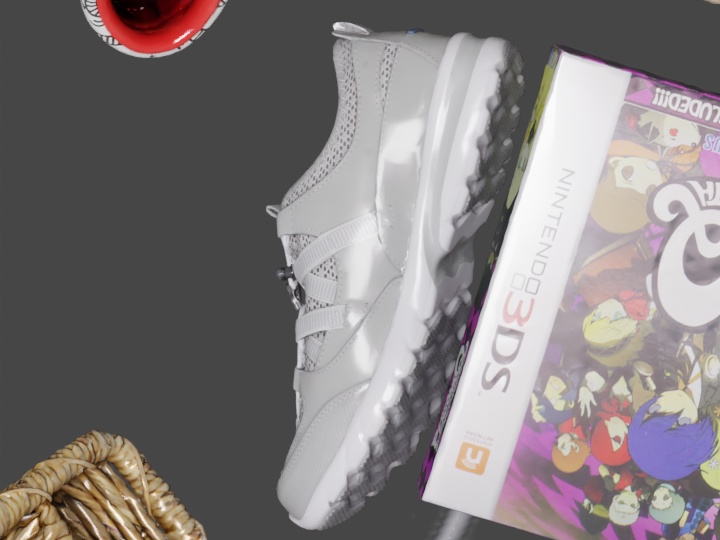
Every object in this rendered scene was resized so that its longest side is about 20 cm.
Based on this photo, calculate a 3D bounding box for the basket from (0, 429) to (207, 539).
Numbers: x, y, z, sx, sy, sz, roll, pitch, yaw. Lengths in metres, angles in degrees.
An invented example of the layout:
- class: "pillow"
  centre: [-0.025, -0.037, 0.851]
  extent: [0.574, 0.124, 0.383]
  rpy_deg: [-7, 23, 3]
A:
- class: "basket"
  centre: [-0.105, 0.184, 1.064]
  extent: [0.149, 0.143, 0.200]
  rpy_deg: [-34, 94, 9]

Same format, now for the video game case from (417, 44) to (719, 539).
- class: "video game case"
  centre: [0.142, 0.028, 1.068]
  extent: [0.199, 0.036, 0.182]
  rpy_deg: [17, 99, -3]

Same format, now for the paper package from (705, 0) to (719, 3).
- class: "paper package"
  centre: [0.083, -0.224, 0.975]
  extent: [0.190, 0.103, 0.200]
  rpy_deg: [22, 99, -32]

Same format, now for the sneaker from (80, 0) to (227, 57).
- class: "sneaker"
  centre: [-0.073, -0.172, 0.989]
  extent: [0.067, 0.108, 0.202]
  rpy_deg: [-7, 134, -20]

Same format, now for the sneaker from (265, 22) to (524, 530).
- class: "sneaker"
  centre: [0.000, 0.000, 1.076]
  extent: [0.082, 0.075, 0.201]
  rpy_deg: [18, 93, 17]
